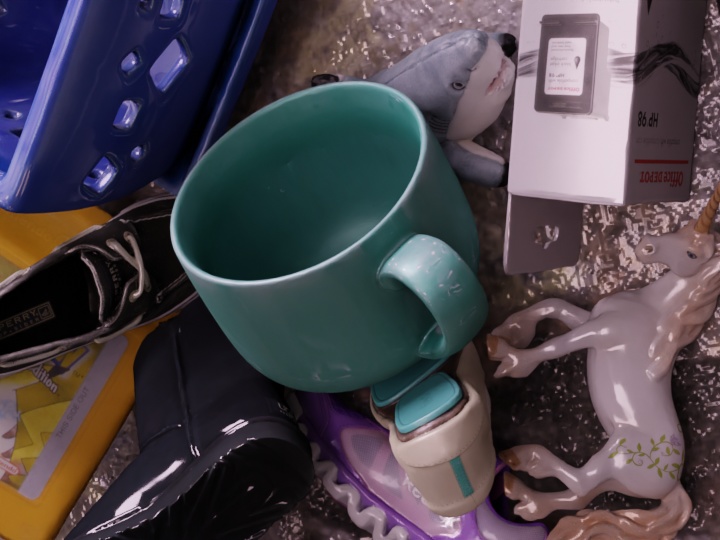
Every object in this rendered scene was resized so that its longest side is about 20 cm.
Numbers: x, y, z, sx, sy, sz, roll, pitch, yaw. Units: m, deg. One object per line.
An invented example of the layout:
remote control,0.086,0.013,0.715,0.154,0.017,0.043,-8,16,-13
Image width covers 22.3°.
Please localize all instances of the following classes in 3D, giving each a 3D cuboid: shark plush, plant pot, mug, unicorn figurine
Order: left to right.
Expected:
plant pot,-0.165,-0.156,1.067,0.199,0.179,0.201,33,107,34
mug,-0.010,0.001,0.978,0.151,0.115,0.186,-21,40,10
shark plush,0.006,-0.104,1.046,0.199,0.083,0.092,5,79,38
unicorn figurine,0.138,0.053,0.986,0.136,0.074,0.202,-7,96,6

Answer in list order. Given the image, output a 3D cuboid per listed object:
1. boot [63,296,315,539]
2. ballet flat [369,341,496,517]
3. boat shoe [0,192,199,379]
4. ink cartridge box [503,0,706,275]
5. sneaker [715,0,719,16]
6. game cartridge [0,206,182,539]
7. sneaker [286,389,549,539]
boot,-0.113,0.111,1.053,0.200,0.168,0.076,-40,118,12
ballet flat,0.044,0.079,0.991,0.069,0.200,0.070,0,104,1
boat shoe,-0.151,0.009,1.083,0.071,0.199,0.064,62,158,-5
ink cartridge box,0.132,-0.096,0.961,0.066,0.116,0.202,7,96,26
sneaker,0.240,-0.083,0.921,0.077,0.084,0.200,-46,72,23
game cartridge,-0.214,0.043,1.102,0.176,0.032,0.201,34,76,-15
sneaker,0.038,0.125,1.048,0.088,0.080,0.200,-45,61,1
